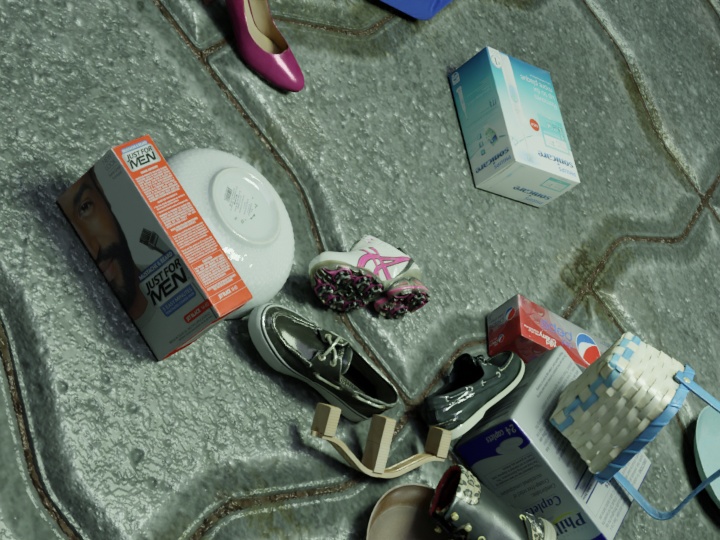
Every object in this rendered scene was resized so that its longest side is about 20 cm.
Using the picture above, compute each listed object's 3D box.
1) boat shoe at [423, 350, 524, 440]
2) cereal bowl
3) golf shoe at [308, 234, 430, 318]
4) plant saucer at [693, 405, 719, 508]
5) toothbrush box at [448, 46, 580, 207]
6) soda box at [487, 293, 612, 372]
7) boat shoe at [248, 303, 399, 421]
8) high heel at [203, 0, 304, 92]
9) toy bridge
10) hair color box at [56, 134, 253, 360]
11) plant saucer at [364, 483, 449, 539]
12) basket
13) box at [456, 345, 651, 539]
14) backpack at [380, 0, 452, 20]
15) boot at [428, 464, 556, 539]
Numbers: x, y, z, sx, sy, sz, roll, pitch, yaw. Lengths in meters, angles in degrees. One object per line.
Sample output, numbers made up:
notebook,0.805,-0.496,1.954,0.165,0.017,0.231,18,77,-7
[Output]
boat shoe,0.135,0.136,1.695,0.199,0.074,0.066,-36,103,-43
cereal bowl,-0.148,-0.052,1.522,0.199,0.083,0.201,26,48,-33
golf shoe,0.000,0.000,1.656,0.199,0.072,0.093,15,47,-52
plant saucer,0.549,0.298,2.044,0.200,0.039,0.202,26,48,-33
toothbrush box,0.225,-0.209,2.027,0.146,0.085,0.201,15,55,-40
soda box,0.261,0.109,1.855,0.199,0.063,0.070,27,46,-31
boat shoe,-0.037,0.096,1.531,0.200,0.063,0.071,38,51,-29
high heel,-0.121,-0.319,1.728,0.200,0.096,0.068,47,39,-11
toy bridge,0.019,0.196,1.544,0.199,0.027,0.068,16,87,-40
hair color box,-0.212,-0.022,1.411,0.201,0.111,0.064,57,38,3
plant saucer,0.073,0.335,1.521,0.199,0.032,0.201,26,47,-31
basket,0.343,0.184,1.630,0.200,0.176,0.139,46,33,6
box,0.243,0.232,1.715,0.200,0.105,0.184,52,38,-4
backpack,0.079,-0.497,2.015,0.162,0.167,0.201,22,45,-44
boot,0.137,0.325,1.520,0.153,0.073,0.204,38,40,-16
